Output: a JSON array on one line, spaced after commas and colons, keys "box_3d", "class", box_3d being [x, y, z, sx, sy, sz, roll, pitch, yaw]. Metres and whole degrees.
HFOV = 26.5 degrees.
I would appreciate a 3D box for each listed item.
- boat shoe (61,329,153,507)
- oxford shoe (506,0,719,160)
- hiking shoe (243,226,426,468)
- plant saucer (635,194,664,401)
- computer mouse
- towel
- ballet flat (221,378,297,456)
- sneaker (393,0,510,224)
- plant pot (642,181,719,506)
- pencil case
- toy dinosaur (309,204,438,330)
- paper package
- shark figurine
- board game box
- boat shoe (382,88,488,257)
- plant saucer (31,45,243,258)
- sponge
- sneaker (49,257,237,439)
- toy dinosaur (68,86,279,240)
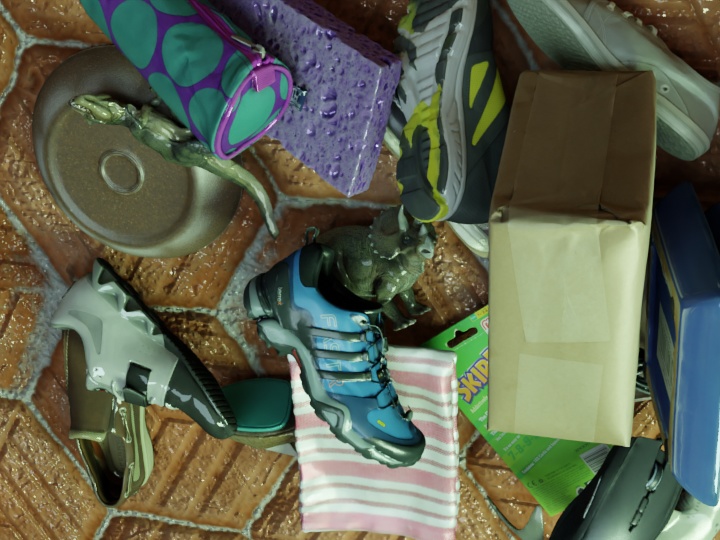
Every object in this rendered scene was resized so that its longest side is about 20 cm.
[{"box_3d": [-0.240, 0.132, 1.430, 0.074, 0.075, 0.204, -2, 119, 20], "class": "boat shoe"}, {"box_3d": [0.184, -0.163, 1.116, 0.199, 0.075, 0.058, 40, 82, 3], "class": "oxford shoe"}, {"box_3d": [-0.007, 0.069, 1.222, 0.086, 0.074, 0.200, -38, 95, 21], "class": "hiking shoe"}, {"box_3d": [0.202, 0.016, 1.212, 0.197, 0.035, 0.202, 5, 125, 8], "class": "plant saucer"}, {"box_3d": [0.202, 0.162, 1.218, 0.140, 0.046, 0.201, 37, 96, -19], "class": "computer mouse"}, {"box_3d": [0.012, 0.148, 1.311, 0.144, 0.030, 0.202, 3, 121, 10], "class": "towel"}, {"box_3d": [-0.046, 0.131, 1.376, 0.198, 0.068, 0.073, -13, 133, 21], "class": "ballet flat"}, {"box_3d": [0.074, -0.127, 1.131, 0.084, 0.203, 0.074, 15, 166, -39], "class": "sneaker"}, {"box_3d": [0.299, 0.049, 1.086, 0.177, 0.201, 0.202, -1, 119, 2], "class": "plant pot"}, {"box_3d": [-0.133, -0.178, 1.152, 0.200, 0.085, 0.093, 46, 126, 23], "class": "pencil case"}, {"box_3d": [0.000, 0.000, 1.279, 0.198, 0.077, 0.104, -11, 100, 36], "class": "toy dinosaur"}, {"box_3d": [0.148, -0.012, 1.062, 0.102, 0.192, 0.202, 5, 129, 11], "class": "paper package"}, {"box_3d": [0.222, 0.226, 1.308, 0.212, 0.090, 0.130, -12, 106, -6], "class": "shark figurine"}, {"box_3d": [0.142, 0.116, 1.312, 0.095, 0.030, 0.200, -32, 108, 30], "class": "board game box"}, {"box_3d": [0.063, -0.102, 1.188, 0.064, 0.072, 0.201, -33, 105, 22], "class": "boat shoe"}, {"box_3d": [-0.198, -0.091, 1.306, 0.198, 0.037, 0.203, 9, 123, 14], "class": "plant saucer"}, {"box_3d": [-0.058, -0.155, 1.169, 0.199, 0.030, 0.113, 37, 129, 28], "class": "sponge"}, {"box_3d": [-0.194, 0.090, 1.358, 0.089, 0.074, 0.200, -45, 78, -1], "class": "sneaker"}, {"box_3d": [-0.133, -0.108, 1.226, 0.199, 0.048, 0.088, 32, 138, -4], "class": "toy dinosaur"}]
